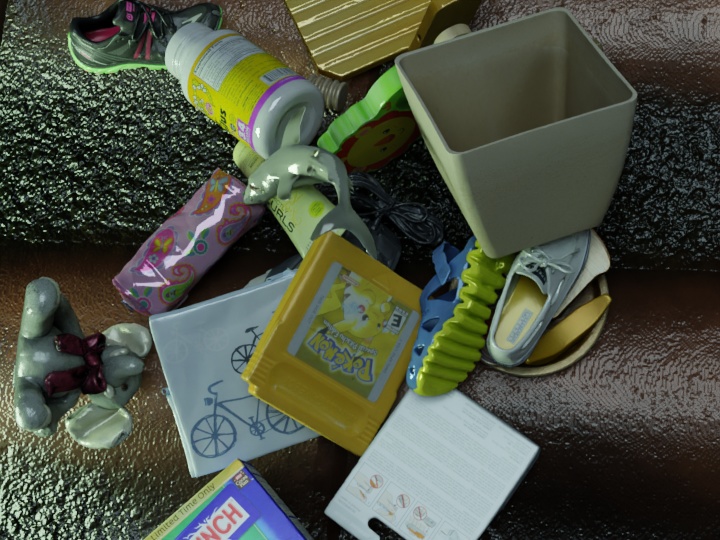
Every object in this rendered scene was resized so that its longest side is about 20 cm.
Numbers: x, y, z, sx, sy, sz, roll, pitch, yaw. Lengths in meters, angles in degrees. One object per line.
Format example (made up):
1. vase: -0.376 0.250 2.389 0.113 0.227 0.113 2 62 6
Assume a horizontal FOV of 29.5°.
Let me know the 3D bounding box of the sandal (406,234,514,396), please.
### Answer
1. sandal: 0.099 0.045 1.528 0.087 0.079 0.201 15 76 43

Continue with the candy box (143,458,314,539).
1. candy box: -0.129 0.336 1.498 0.169 0.077 0.200 -41 72 -5

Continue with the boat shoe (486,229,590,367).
1. boat shoe: 0.192 0.005 1.485 0.074 0.086 0.203 28 82 14

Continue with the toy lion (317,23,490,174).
1. toy lion: 0.042 -0.180 1.576 0.191 0.200 0.069 -23 70 -19

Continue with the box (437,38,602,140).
1. box: 0.199 -0.161 1.574 0.199 0.164 0.021 -22 37 0

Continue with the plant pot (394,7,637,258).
1. plant pot: 0.168 -0.135 1.457 0.199 0.178 0.200 -17 41 -6

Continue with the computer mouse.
1. computer mouse: 0.000 0.000 1.592 0.138 0.053 0.201 29 78 -14

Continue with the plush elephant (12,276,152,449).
1. plush elephant: -0.312 0.114 1.553 0.154 0.200 0.166 6 74 -16

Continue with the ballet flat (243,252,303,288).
1. ballet flat: -0.117 0.053 1.587 0.073 0.073 0.201 25 82 13

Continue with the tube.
1. tube: -0.082 -0.088 1.599 0.052 0.058 0.200 -21 50 -23

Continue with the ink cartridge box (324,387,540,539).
1. ink cartridge box: 0.081 0.235 1.522 0.160 0.047 0.200 34 82 15

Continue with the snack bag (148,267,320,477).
1. snack bag: -0.130 0.115 1.536 0.188 0.021 0.201 -18 101 -6

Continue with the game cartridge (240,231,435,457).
1. game cartridge: -0.019 0.083 1.531 0.176 0.032 0.201 32 78 -24

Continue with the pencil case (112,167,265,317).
1. pencil case: -0.203 -0.026 1.615 0.087 0.087 0.200 40 82 16

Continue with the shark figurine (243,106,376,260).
1. shark figurine: -0.035 -0.097 1.510 0.214 0.089 0.129 29 93 51

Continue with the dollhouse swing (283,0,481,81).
1. dollhouse swing: 0.016 -0.358 1.650 0.175 0.182 0.201 -18 71 -20

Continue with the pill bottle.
1. pill bottle: -0.143 -0.218 1.619 0.200 0.104 0.104 37 80 31

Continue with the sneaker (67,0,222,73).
1. sneaker: -0.268 -0.297 1.696 0.199 0.084 0.077 -12 58 2

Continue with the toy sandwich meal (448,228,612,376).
1. toy sandwich meal: 0.197 0.022 1.557 0.204 0.070 0.206 -2 73 6

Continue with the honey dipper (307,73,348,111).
1. honey dipper: -0.113 -0.240 1.692 0.199 0.038 0.038 18 76 14
